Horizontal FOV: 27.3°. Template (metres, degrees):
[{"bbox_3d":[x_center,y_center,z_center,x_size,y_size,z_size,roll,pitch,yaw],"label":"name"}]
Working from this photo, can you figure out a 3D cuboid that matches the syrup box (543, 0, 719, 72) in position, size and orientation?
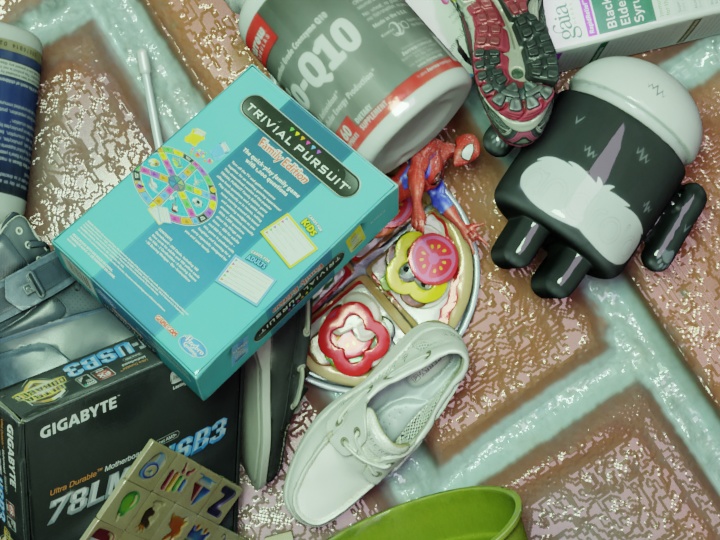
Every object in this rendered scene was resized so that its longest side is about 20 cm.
[{"bbox_3d":[0.231,-0.226,1.216,0.198,0.081,0.079,-13,84,-4],"label":"syrup box"}]

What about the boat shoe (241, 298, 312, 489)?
[{"bbox_3d":[-0.068,0.081,1.157,0.060,0.074,0.202,-14,121,-26],"label":"boat shoe"}]

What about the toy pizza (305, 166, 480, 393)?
[{"bbox_3d":[0.000,0.000,1.213,0.198,0.032,0.202,0,85,-1],"label":"toy pizza"}]

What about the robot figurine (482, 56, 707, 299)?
[{"bbox_3d":[0.185,-0.074,1.181,0.124,0.150,0.201,29,83,46],"label":"robot figurine"}]

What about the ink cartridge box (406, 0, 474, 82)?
[{"bbox_3d":[0.007,-0.207,1.215,0.199,0.067,0.117,35,84,3],"label":"ink cartridge box"}]

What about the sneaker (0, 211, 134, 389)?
[{"bbox_3d":[-0.203,0.007,1.128,0.201,0.077,0.147,-28,90,-25],"label":"sneaker"}]

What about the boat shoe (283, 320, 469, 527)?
[{"bbox_3d":[0.011,0.126,1.171,0.071,0.069,0.200,38,94,-14],"label":"boat shoe"}]

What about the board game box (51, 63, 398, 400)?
[{"bbox_3d":[-0.094,-0.030,1.057,0.151,0.047,0.200,41,72,19],"label":"board game box"}]

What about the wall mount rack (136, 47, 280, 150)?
[{"bbox_3d":[-0.122,-0.101,1.179,0.198,0.075,0.175,-8,54,19],"label":"wall mount rack"}]

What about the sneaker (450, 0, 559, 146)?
[{"bbox_3d":[0.106,-0.191,1.147,0.080,0.075,0.202,-4,64,3],"label":"sneaker"}]

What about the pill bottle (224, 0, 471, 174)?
[{"bbox_3d":[-0.020,-0.178,1.117,0.114,0.114,0.200,-40,79,-5],"label":"pill bottle"}]

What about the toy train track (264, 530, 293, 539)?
[{"bbox_3d":[-0.042,0.310,1.182,0.114,0.033,0.202,-15,86,-3],"label":"toy train track"}]

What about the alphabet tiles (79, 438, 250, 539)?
[{"bbox_3d":[-0.153,0.224,1.117,0.008,0.200,0.168,31,84,33],"label":"alphabet tiles"}]

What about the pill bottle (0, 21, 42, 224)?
[{"bbox_3d":[-0.317,-0.092,1.175,0.110,0.111,0.202,5,84,-1],"label":"pill bottle"}]

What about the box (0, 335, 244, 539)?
[{"bbox_3d":[-0.174,0.148,1.086,0.050,0.199,0.200,30,127,35],"label":"box"}]

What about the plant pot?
[{"bbox_3d":[0.061,0.295,1.118,0.199,0.200,0.194,-22,97,-3],"label":"plant pot"}]

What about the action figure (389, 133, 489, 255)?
[{"bbox_3d":[0.022,-0.035,1.167,0.199,0.065,0.099,-33,68,-6],"label":"action figure"}]
